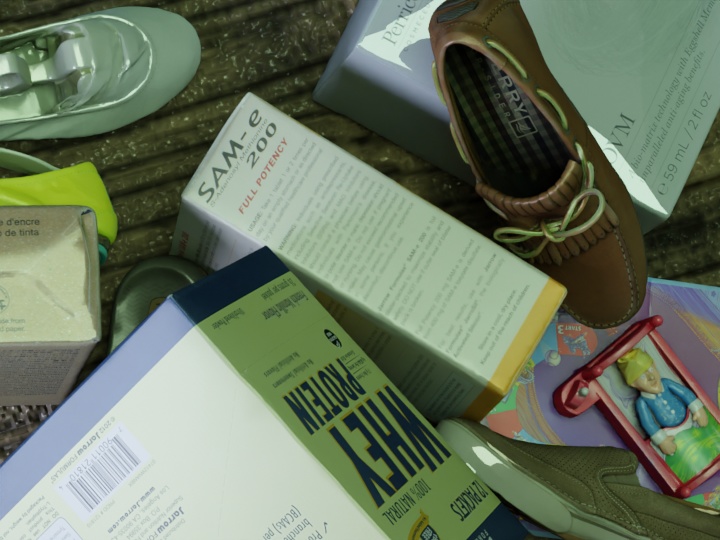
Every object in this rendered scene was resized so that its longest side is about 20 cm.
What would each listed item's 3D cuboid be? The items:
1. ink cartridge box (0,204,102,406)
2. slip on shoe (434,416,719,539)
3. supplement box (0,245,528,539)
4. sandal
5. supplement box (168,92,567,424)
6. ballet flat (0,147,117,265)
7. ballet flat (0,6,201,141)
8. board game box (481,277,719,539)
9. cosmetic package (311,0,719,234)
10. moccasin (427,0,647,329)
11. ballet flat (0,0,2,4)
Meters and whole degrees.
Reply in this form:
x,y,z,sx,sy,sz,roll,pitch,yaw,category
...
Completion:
x,y,z,sx,sy,sz,roll,pitch,yaw,category
-0.240,0.021,1.320,0.199,0.165,0.075,-1,77,-14,ink cartridge box
0.125,0.121,1.405,0.200,0.076,0.061,32,85,-21,slip on shoe
-0.066,0.135,1.272,0.200,0.134,0.200,48,111,4,supplement box
-0.107,0.089,1.383,0.081,0.055,0.201,1,82,9,sandal
0.000,0.000,1.391,0.200,0.126,0.074,32,74,0,supplement box
-0.229,-0.036,1.389,0.199,0.067,0.067,1,72,-20,ballet flat
-0.178,-0.106,1.411,0.199,0.069,0.070,-13,83,-15,ballet flat
0.165,0.078,1.468,0.199,0.039,0.159,8,78,-11,board game box
0.110,-0.148,1.458,0.200,0.123,0.200,27,75,-5,cosmetic package
0.094,-0.050,1.343,0.073,0.078,0.202,-12,120,21,moccasin
-0.288,-0.140,1.391,0.200,0.067,0.068,-24,79,-16,ballet flat
